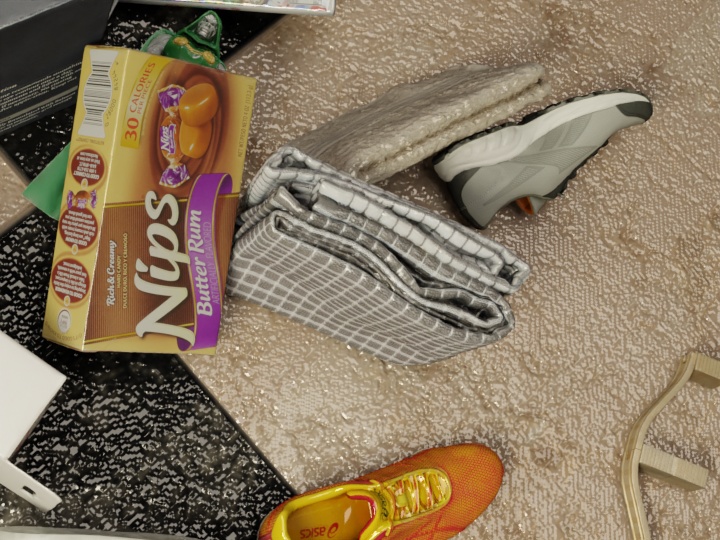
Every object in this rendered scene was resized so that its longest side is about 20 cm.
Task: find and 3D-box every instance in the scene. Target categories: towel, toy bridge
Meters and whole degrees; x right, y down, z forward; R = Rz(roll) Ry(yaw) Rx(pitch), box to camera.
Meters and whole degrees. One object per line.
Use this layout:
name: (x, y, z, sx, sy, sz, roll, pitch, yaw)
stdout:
towel: (0.038, -0.114, 0.994, 0.199, 0.132, 0.035, -29, 109, -24)
towel: (0.000, 0.000, 0.934, 0.199, 0.166, 0.086, 25, 75, -11)
toy bridge: (0.246, 0.160, 1.049, 0.067, 0.027, 0.202, 22, 70, -10)

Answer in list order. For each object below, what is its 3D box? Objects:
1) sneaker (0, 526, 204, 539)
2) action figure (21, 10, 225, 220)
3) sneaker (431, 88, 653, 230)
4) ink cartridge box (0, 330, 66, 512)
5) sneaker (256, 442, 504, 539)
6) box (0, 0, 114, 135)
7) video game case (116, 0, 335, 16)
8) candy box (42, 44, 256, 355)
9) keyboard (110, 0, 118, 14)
sneaker: (-0.161, 0.251, 0.863, 0.198, 0.080, 0.148, 9, 81, -20)
action figure: (-0.153, -0.115, 0.972, 0.117, 0.055, 0.201, 28, 66, -11)
sneaker: (0.156, -0.095, 1.069, 0.199, 0.074, 0.080, -23, 93, -17)
ink cartridge box: (-0.263, 0.072, 0.849, 0.199, 0.115, 0.068, 37, 68, -7)
sneaker: (0.024, 0.176, 0.942, 0.199, 0.077, 0.074, -18, 80, -24)
box: (-0.269, -0.215, 0.877, 0.117, 0.200, 0.198, -28, 85, -23)
video game case: (-0.113, -0.274, 0.995, 0.198, 0.018, 0.145, 4, 89, 1)
candy box: (-0.145, -0.045, 0.896, 0.116, 0.056, 0.202, 7, 93, -46)
keyboard: (-0.174, -0.283, 0.984, 0.056, 0.011, 0.201, 28, 89, 7)
